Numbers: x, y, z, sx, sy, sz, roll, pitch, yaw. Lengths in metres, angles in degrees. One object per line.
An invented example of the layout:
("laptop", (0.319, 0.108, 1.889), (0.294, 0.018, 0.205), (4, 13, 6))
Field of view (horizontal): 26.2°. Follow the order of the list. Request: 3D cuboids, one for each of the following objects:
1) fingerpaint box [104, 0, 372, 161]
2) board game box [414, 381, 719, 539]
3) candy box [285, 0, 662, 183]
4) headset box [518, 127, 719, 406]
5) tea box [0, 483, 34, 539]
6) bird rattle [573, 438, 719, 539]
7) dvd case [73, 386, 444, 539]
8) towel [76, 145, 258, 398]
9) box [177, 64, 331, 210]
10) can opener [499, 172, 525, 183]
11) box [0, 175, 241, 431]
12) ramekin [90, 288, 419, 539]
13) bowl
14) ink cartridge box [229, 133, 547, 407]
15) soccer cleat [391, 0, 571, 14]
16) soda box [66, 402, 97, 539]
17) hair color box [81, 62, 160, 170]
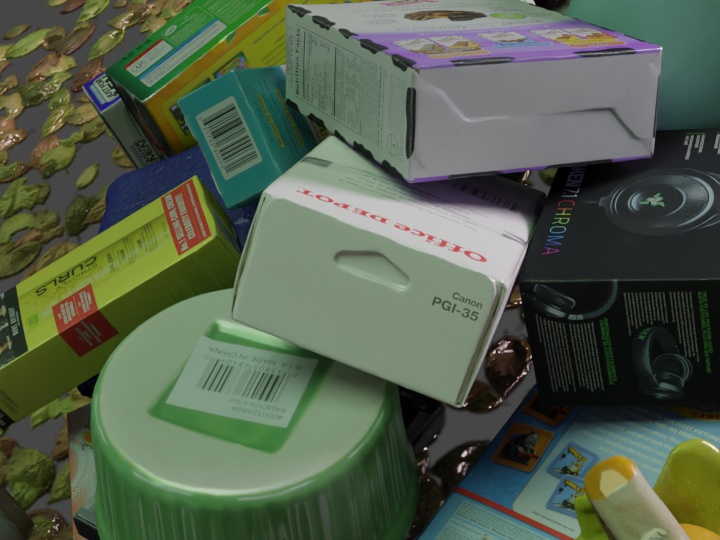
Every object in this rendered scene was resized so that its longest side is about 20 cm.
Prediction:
("fingerpaint box", (-0.075, -0.146, 1.223), (0.200, 0.167, 0.073), (-40, 43, -11))
("board game box", (0.148, 0.120, 0.913), (0.151, 0.037, 0.200), (19, 60, 43))
("candy box", (0.064, -0.121, 0.975), (0.167, 0.072, 0.200), (-7, 21, -23))
("headset box", (0.213, -0.006, 0.918), (0.199, 0.093, 0.174), (0, 34, 21))
("tea box", (-0.373, 0.157, 1.066), (0.196, 0.200, 0.134), (6, 51, 34))
("bird rattle", (0.158, 0.174, 0.743), (0.112, 0.163, 0.200), (-27, 49, 8))
("dvd case", (-0.061, 0.126, 0.984), (0.150, 0.025, 0.200), (21, 47, 27))
("towel", (-0.122, -0.003, 1.093), (0.147, 0.050, 0.200), (-18, 45, 18))
("box", (-0.049, -0.099, 1.091), (0.049, 0.083, 0.200), (-25, 0, 23))
("can opener", (0.069, -0.058, 1.118), (0.078, 0.063, 0.200), (12, 57, 19))
("box", (-0.174, 0.022, 1.030), (0.200, 0.050, 0.075), (-30, 42, 6))
("ramekin", (-0.066, 0.100, 0.919), (0.199, 0.098, 0.200), (-2, 41, 2))
("bowl", (0.209, -0.137, 1.044), (0.105, 0.201, 0.201), (-46, 38, 12))
("ink cartridge box", (0.022, -0.011, 0.925), (0.146, 0.083, 0.200), (21, 20, 7))
("soccer cleat", (0.088, -0.192, 1.209), (0.200, 0.070, 0.086), (-25, 28, -26))
("soda box", (-0.147, 0.168, 1.023), (0.068, 0.064, 0.200), (-24, 41, 7))
("hair color box", (-0.121, -0.161, 1.312), (0.200, 0.109, 0.065), (-35, 40, -7))
